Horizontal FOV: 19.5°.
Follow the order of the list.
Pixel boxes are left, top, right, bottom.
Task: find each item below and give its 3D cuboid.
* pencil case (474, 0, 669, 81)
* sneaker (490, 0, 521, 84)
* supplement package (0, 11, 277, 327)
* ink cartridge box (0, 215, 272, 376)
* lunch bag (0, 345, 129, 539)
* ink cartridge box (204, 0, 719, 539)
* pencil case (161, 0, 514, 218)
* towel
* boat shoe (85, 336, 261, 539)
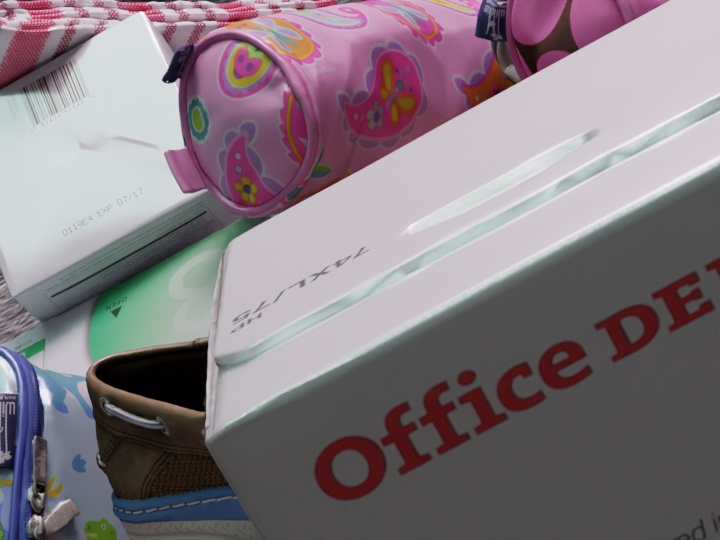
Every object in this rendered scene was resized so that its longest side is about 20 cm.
[{"bbox_3d":[0.149,-0.124,0.887,0.199,0.094,0.091,-26,47,-32],"label":"pencil case"},{"bbox_3d":[0.137,-0.110,1.000,0.146,0.203,0.077,-47,46,-15],"label":"sneaker"},{"bbox_3d":[-0.101,-0.016,1.047,0.113,0.110,0.200,-28,-29,5],"label":"supplement package"},{"bbox_3d":[-0.093,0.081,0.890,0.160,0.050,0.201,-26,36,15],"label":"ink cartridge box"},{"bbox_3d":[-0.175,0.127,0.847,0.199,0.162,0.082,-17,-25,39],"label":"lunch bag"},{"bbox_3d":[0.076,0.061,0.467,0.146,0.201,0.146,-28,14,5],"label":"ink cartridge box"},{"bbox_3d":[-0.001,-0.078,0.958,0.087,0.088,0.200,-18,1,38],"label":"pencil case"},{"bbox_3d":[-0.117,-0.085,1.065,0.199,0.030,0.147,-5,-35,-32],"label":"towel"},{"bbox_3d":[-0.012,0.039,0.635,0.199,0.073,0.072,-18,17,35],"label":"boat shoe"}]
